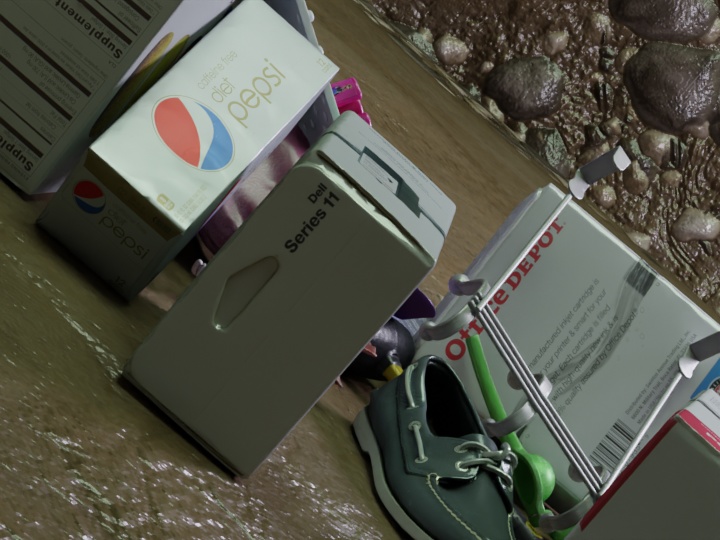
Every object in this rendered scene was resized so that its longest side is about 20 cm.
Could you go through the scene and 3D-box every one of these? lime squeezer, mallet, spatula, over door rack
[{"bbox_3d":[0.125,0.126,1.723,0.200,0.071,0.038,39,-5,-2],"label":"lime squeezer"},{"bbox_3d":[0.043,0.093,1.670,0.066,0.041,0.200,31,17,-53],"label":"mallet"},{"bbox_3d":[0.000,0.000,1.751,0.056,0.021,0.200,43,-3,-17],"label":"spatula"},{"bbox_3d":[0.125,0.043,1.690,0.200,0.066,0.148,-43,105,-42],"label":"over door rack"}]

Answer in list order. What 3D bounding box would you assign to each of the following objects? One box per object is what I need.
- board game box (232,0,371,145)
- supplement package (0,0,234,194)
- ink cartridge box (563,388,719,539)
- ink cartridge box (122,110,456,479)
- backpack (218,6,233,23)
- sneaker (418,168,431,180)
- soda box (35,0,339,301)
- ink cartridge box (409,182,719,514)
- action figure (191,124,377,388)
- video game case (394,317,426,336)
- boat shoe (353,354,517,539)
[{"bbox_3d":[-0.054,-0.174,1.749,0.200,0.026,0.201,-165,-123,-74],"label":"board game box"},{"bbox_3d":[-0.142,-0.151,1.535,0.109,0.200,0.114,40,10,6],"label":"supplement package"},{"bbox_3d":[0.161,0.148,1.526,0.083,0.145,0.200,41,9,9],"label":"ink cartridge box"},{"bbox_3d":[-0.031,0.008,1.416,0.083,0.147,0.200,41,10,-2],"label":"ink cartridge box"},{"bbox_3d":[-0.156,-0.177,1.709,0.182,0.148,0.200,31,0,9],"label":"backpack"},{"bbox_3d":[-0.036,-0.077,1.954,0.199,0.080,0.074,34,1,14],"label":"sneaker"},{"bbox_3d":[-0.089,-0.069,1.526,0.068,0.064,0.200,41,39,-1],"label":"soda box"},{"bbox_3d":[0.141,0.066,1.794,0.200,0.145,0.084,40,-12,-3],"label":"ink cartridge box"},{"bbox_3d":[-0.053,-0.003,1.641,0.149,0.133,0.201,101,-33,-50],"label":"action figure"},{"bbox_3d":[0.008,0.026,1.886,0.200,0.019,0.143,35,10,-27],"label":"video game case"},{"bbox_3d":[0.049,0.106,1.533,0.073,0.062,0.200,35,10,-25],"label":"boat shoe"}]
